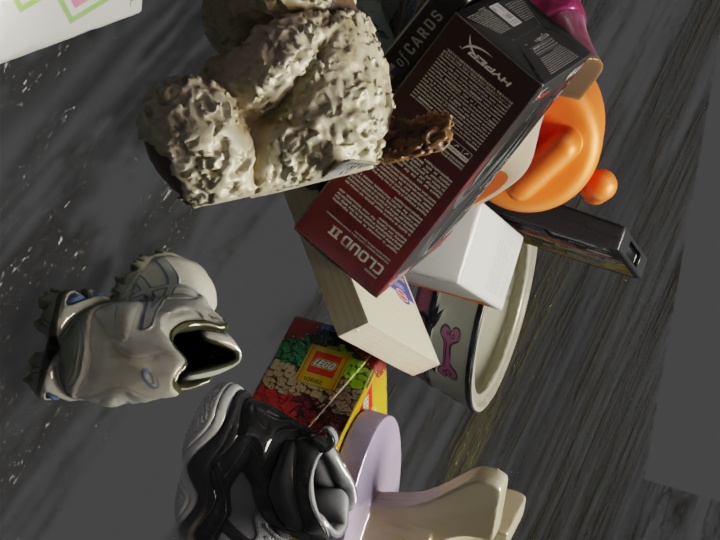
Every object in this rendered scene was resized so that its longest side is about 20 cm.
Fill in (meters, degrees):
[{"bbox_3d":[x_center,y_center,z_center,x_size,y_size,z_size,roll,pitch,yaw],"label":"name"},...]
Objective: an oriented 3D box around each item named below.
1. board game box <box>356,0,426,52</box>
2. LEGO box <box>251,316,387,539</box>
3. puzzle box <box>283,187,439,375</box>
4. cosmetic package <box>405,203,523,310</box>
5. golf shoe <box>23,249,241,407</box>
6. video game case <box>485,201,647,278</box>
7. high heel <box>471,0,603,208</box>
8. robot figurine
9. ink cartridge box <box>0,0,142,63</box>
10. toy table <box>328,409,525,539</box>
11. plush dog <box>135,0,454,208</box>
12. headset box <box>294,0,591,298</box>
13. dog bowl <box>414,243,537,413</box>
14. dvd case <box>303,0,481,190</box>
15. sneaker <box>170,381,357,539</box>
[{"bbox_3d":[0.028,-0.221,1.406,0.200,0.064,0.148,56,52,-70],"label":"board game box"},{"bbox_3d":[-0.038,0.161,1.503,0.201,0.077,0.149,88,23,-46],"label":"LEGO box"},{"bbox_3d":[0.000,0.000,1.424,0.134,0.025,0.200,68,11,17],"label":"puzzle box"},{"bbox_3d":[0.065,-0.022,1.652,0.200,0.101,0.072,28,78,-73],"label":"cosmetic package"},{"bbox_3d":[-0.107,0.042,1.117,0.200,0.097,0.079,-34,135,-70],"label":"golf shoe"},{"bbox_3d":[0.144,-0.045,1.721,0.181,0.199,0.026,31,79,-74],"label":"video game case"},{"bbox_3d":[0.094,-0.123,1.415,0.067,0.097,0.200,13,136,-42],"label":"high heel"},{"bbox_3d":[0.135,-0.112,1.548,0.200,0.143,0.117,-62,160,-72],"label":"robot figurine"},{"bbox_3d":[-0.137,-0.155,0.837,0.200,0.059,0.105,-32,135,-55],"label":"ink cartridge box"},{"bbox_3d":[0.041,0.207,1.466,0.201,0.116,0.184,90,22,-45],"label":"toy table"},{"bbox_3d":[-0.040,-0.137,1.143,0.200,0.159,0.173,-19,96,-74],"label":"plush dog"},{"bbox_3d":[0.050,-0.079,1.297,0.200,0.077,0.149,-53,174,21],"label":"headset box"},{"bbox_3d":[0.106,0.030,1.897,0.200,0.073,0.201,16,90,-75],"label":"dog bowl"},{"bbox_3d":[0.036,-0.136,1.320,0.200,0.025,0.150,-51,175,10],"label":"dvd case"},{"bbox_3d":[-0.067,0.180,1.352,0.075,0.113,0.201,-45,147,-60],"label":"sneaker"}]
